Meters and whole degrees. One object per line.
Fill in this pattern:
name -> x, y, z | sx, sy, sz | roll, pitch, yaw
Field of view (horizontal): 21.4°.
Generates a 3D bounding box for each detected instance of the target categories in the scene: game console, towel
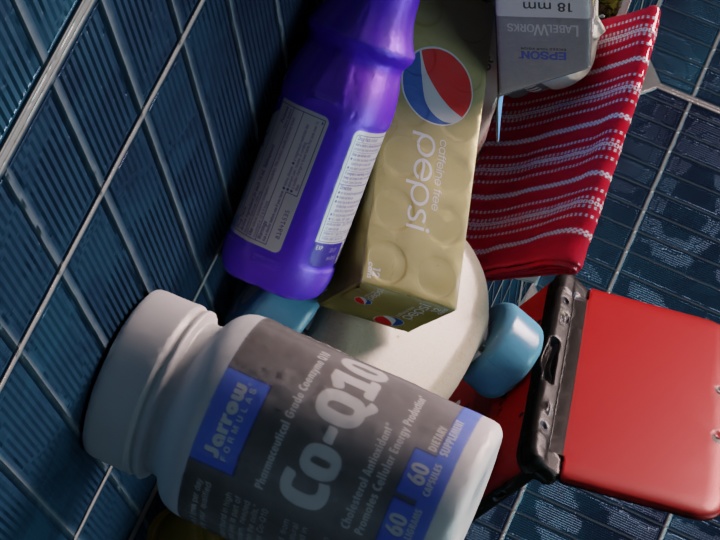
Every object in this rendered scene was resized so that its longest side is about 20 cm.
game console -> 0.143, 0.107, 1.270 | 0.172, 0.118, 0.201 | -40, -162, 33
towel -> 0.125, -0.082, 1.295 | 0.144, 0.022, 0.202 | -7, -122, 53

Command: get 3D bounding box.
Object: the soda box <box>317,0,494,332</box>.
soda box -> 0.029, -0.071, 1.161 | 0.064, 0.067, 0.202 | -29, -131, 60

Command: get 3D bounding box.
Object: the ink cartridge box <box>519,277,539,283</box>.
ink cartridge box -> 0.153, -0.114, 1.687 | 0.147, 0.085, 0.202 | 126, -24, -59

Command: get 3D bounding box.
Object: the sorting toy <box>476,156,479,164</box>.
sorting toy -> 0.083, -0.037, 1.480 | 0.201, 0.036, 0.185 | -64, 173, 33

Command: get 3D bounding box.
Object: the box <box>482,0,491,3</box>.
box -> 0.082, -0.242, 1.322 | 0.200, 0.051, 0.159 | 75, 38, -76

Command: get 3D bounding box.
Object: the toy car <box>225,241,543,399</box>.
toy car -> -0.019, 0.062, 1.263 | 0.200, 0.184, 0.178 | -32, -157, 50

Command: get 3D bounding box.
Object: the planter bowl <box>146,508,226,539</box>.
planter bowl -> -0.031, 0.191, 1.206 | 0.084, 0.200, 0.200 | -51, 175, 18

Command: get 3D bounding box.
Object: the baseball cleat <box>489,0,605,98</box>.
baseball cleat -> 0.131, -0.214, 1.318 | 0.106, 0.069, 0.202 | -11, -126, 49

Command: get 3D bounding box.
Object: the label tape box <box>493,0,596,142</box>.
label tape box -> 0.116, -0.199, 1.170 | 0.201, 0.063, 0.145 | 83, 13, -49

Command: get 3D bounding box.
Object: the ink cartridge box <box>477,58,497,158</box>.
ink cartridge box -> 0.075, -0.123, 1.509 | 0.200, 0.067, 0.117 | 17, 97, -81

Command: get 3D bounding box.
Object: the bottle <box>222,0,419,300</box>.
bottle -> -0.017, -0.085, 1.089 | 0.084, 0.065, 0.202 | -33, 145, -77

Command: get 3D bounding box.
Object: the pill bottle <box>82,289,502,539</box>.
pill bottle -> -0.036, 0.092, 0.994 | 0.114, 0.198, 0.115 | 23, 90, -82

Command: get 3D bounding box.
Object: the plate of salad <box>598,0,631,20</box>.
plate of salad -> 0.154, -0.224, 1.409 | 0.200, 0.048, 0.202 | -166, -90, -70
